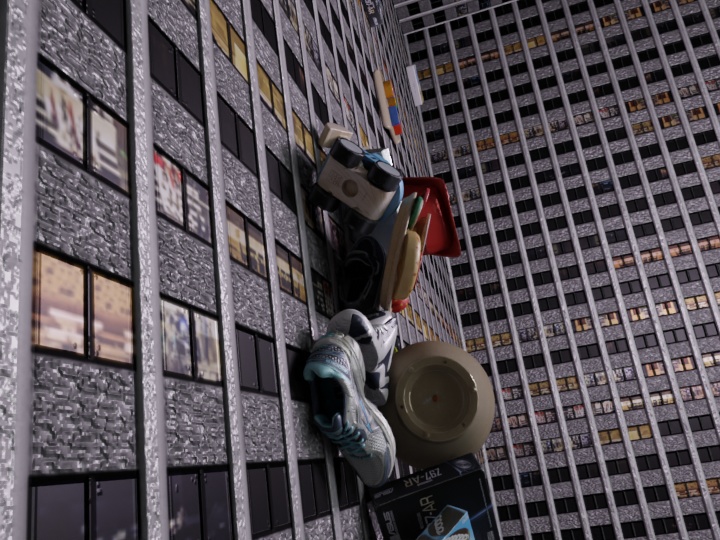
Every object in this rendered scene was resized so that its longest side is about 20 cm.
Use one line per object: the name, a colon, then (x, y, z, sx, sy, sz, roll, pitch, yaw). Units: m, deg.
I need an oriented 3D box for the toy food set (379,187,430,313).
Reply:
toy food set: (0.072, -0.027, 0.956, 0.201, 0.048, 0.200, 90, 13, -61)

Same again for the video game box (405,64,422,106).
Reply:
video game box: (0.284, -0.964, 3.235, 0.182, 0.046, 0.202, -63, 139, -67)

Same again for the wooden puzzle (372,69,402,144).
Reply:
wooden puzzle: (0.095, -0.511, 1.951, 0.200, 0.046, 0.187, 13, 65, -76)

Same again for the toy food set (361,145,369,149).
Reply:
toy food set: (0.023, -0.145, 1.245, 0.144, 0.060, 0.202, -56, 132, -73)

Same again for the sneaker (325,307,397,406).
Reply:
sneaker: (0.004, 0.086, 0.866, 0.200, 0.079, 0.131, 66, 24, -45)

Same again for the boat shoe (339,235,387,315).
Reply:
boat shoe: (0.000, 0.000, 1.002, 0.201, 0.071, 0.068, -78, 155, -46)

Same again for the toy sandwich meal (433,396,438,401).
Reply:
toy sandwich meal: (0.159, 0.257, 1.282, 0.205, 0.069, 0.208, -169, -90, -76)

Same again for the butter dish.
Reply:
butter dish: (0.116, -0.108, 1.472, 0.199, 0.147, 0.201, 13, -57, 57)

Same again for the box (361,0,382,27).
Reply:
box: (0.026, -0.930, 2.050, 0.161, 0.043, 0.202, 62, 20, -50)

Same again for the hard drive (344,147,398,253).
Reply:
hard drive: (0.022, -0.109, 1.086, 0.026, 0.131, 0.202, -31, 114, -35)

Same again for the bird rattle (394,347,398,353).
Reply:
bird rattle: (0.112, 0.241, 1.205, 0.163, 0.111, 0.202, 90, -3, -66)

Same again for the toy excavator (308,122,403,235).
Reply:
toy excavator: (-0.010, -0.157, 0.961, 0.100, 0.194, 0.200, -60, 169, 23)

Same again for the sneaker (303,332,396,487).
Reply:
sneaker: (-0.022, 0.182, 0.748, 0.202, 0.077, 0.086, 68, 26, -10)

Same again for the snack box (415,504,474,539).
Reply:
snack box: (0.079, 0.407, 0.781, 0.199, 0.037, 0.117, -31, 112, -39)

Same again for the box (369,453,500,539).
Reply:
box: (0.114, 0.379, 0.886, 0.044, 0.159, 0.202, -128, -158, -73)

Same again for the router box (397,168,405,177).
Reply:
router box: (0.122, -0.162, 1.724, 0.149, 0.051, 0.202, 37, 43, -69)

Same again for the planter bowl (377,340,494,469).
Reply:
planter bowl: (0.111, 0.197, 0.933, 0.135, 0.198, 0.202, 79, 2, -74)
